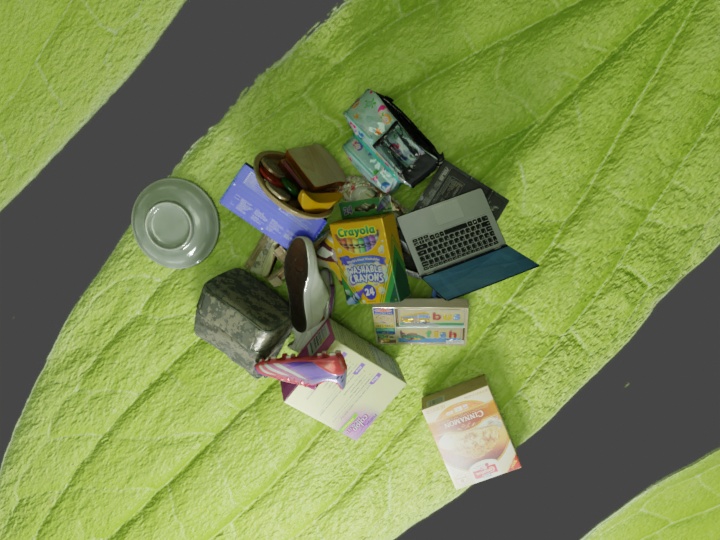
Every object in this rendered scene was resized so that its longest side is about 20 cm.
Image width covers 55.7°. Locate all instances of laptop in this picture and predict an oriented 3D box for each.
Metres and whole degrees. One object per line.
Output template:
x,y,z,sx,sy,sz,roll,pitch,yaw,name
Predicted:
0.194,-0.055,1.269,0.186,0.116,0.201,-19,79,-10,laptop

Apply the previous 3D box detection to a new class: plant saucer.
-0.407,-0.098,1.472,0.198,0.050,0.202,1,102,6,plant saucer

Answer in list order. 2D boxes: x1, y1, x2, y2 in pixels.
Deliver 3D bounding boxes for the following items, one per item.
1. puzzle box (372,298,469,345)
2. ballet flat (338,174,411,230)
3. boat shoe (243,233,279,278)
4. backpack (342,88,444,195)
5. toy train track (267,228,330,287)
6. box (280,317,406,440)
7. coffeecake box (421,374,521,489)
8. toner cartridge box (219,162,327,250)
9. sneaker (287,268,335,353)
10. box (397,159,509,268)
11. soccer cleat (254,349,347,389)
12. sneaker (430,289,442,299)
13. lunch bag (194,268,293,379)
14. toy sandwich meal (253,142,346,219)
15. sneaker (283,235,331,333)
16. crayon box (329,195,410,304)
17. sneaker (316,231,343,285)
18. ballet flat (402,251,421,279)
0.127,0.109,1.433,0.198,0.026,0.134,0,138,7,puzzle box
0.040,-0.135,1.410,0.199,0.064,0.076,31,102,0,ballet flat
-0.191,-0.082,1.440,0.062,0.073,0.201,20,104,-1,boat shoe
0.049,-0.249,1.330,0.150,0.178,0.200,-37,89,9,backpack
-0.108,-0.030,1.440,0.200,0.033,0.115,-39,131,0,toy train track
-0.038,0.232,1.444,0.199,0.097,0.176,34,104,-24,box
0.240,0.352,1.485,0.153,0.073,0.201,-22,99,9,coffeecake box
-0.173,-0.120,1.367,0.199,0.043,0.095,35,97,-11,toner cartridge box
-0.109,0.092,1.466,0.099,0.075,0.201,12,102,2,sneaker
0.180,-0.097,1.363,0.158,0.048,0.201,32,76,3,box
-0.119,0.201,1.337,0.199,0.067,0.077,-7,88,21,soccer cleat
0.202,0.001,1.418,0.077,0.070,0.201,17,102,9,sneaker
-0.252,0.117,1.443,0.199,0.139,0.168,33,120,15,lunch bag
-0.115,-0.184,1.343,0.205,0.205,0.070,40,121,-3,toy sandwich meal
-0.103,0.020,1.378,0.073,0.084,0.201,19,118,36,sneaker
0.015,-0.037,1.332,0.125,0.051,0.201,-5,103,34,crayon box
0.000,0.000,1.433,0.199,0.075,0.090,30,105,-6,sneaker
0.089,-0.031,1.383,0.199,0.057,0.067,23,85,8,ballet flat
